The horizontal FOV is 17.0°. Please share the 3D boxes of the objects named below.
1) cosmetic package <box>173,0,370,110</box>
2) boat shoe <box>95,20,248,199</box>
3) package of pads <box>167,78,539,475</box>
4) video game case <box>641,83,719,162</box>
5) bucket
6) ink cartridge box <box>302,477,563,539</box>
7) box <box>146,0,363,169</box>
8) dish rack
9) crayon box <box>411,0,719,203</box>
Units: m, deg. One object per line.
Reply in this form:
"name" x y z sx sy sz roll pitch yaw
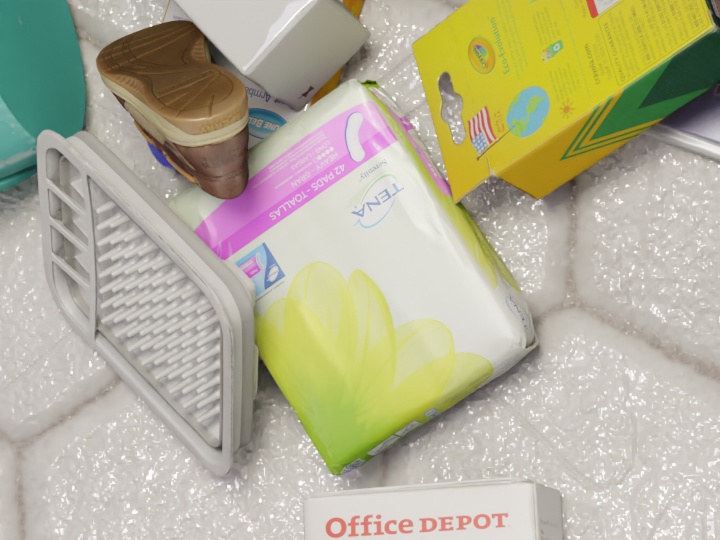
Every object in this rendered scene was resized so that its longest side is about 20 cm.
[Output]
"cosmetic package" -0.094 -0.199 1.492 0.071 0.101 0.200 -44 71 7
"boat shoe" -0.108 -0.096 1.465 0.072 0.200 0.072 -23 117 -14
"package of pads" 0.000 0.000 1.471 0.154 0.068 0.201 -33 85 12
"video game case" 0.227 -0.159 1.457 0.199 0.023 0.184 21 89 21
"bucket" -0.272 -0.140 1.535 0.134 0.207 0.209 -16 77 16
"ink cartridge box" 0.048 0.230 1.422 0.145 0.086 0.202 -6 78 18
"box" -0.067 -0.153 1.550 0.118 0.041 0.202 17 90 21
"dish rack" -0.125 0.013 1.484 0.043 0.172 0.200 -28 55 -27
"crayon box" 0.129 -0.133 1.434 0.199 0.051 0.128 -33 54 29
